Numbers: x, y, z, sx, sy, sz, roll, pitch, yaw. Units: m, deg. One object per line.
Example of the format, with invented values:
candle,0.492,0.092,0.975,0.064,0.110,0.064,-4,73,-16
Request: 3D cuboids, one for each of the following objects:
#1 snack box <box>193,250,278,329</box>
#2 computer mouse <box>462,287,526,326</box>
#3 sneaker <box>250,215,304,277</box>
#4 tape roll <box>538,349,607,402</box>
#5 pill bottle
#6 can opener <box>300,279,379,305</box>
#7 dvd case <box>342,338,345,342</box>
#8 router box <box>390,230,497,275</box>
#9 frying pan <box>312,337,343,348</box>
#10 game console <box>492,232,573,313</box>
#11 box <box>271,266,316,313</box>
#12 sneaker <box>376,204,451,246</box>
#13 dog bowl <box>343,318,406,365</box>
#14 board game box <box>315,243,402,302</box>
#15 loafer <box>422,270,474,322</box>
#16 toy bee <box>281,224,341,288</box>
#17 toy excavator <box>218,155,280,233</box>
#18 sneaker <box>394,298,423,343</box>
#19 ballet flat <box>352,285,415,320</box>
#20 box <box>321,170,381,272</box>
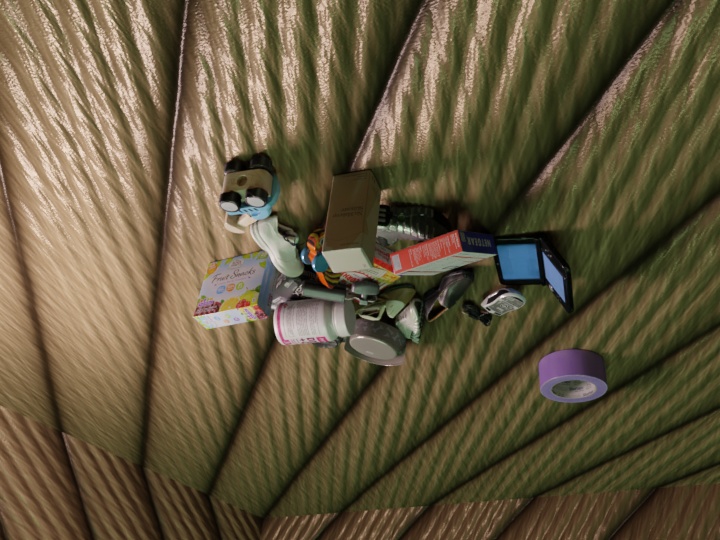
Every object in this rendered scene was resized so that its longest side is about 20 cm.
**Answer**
snack box,-0.312,0.048,1.716,0.196,0.171,0.068,-10,141,24
computer mouse,0.362,0.087,1.789,0.108,0.045,0.199,27,147,-22
sneaker,-0.178,-0.058,1.634,0.087,0.076,0.200,-22,138,18
tape roll,0.645,0.324,2.059,0.195,0.086,0.202,5,147,3
pill bottle,-0.118,0.130,1.766,0.196,0.115,0.114,-7,145,18
can opener,-0.050,0.042,1.706,0.195,0.054,0.068,10,115,-4
dvd case,-0.068,0.170,1.996,0.195,0.022,0.147,-5,145,14
router box,0.192,-0.037,1.540,0.177,0.050,0.199,-19,169,31
frying pan,-0.095,0.185,1.981,0.112,0.031,0.191,13,149,-11
game console,0.411,0.014,1.610,0.115,0.177,0.201,-29,142,0
box,-0.163,0.066,1.827,0.155,0.051,0.200,21,143,-23
sneaker,0.105,-0.093,1.543,0.195,0.076,0.116,12,156,1
dog bowl,0.041,0.204,1.927,0.196,0.060,0.201,15,153,7
board game box,0.000,0.000,1.707,0.150,0.047,0.199,25,142,-26
loafer,0.230,0.068,1.749,0.072,0.074,0.200,18,144,-17
toy bee,-0.085,-0.049,1.589,0.130,0.109,0.201,40,170,24
toy excavator,-0.248,-0.146,1.496,0.190,0.102,0.200,-6,154,19
sneaker,0.133,0.139,1.874,0.079,0.076,0.201,11,149,8
ballet flat,0.059,0.096,1.818,0.196,0.074,0.068,-13,145,25
box,-0.016,-0.103,1.415,0.093,0.203,0.078,-7,145,18
